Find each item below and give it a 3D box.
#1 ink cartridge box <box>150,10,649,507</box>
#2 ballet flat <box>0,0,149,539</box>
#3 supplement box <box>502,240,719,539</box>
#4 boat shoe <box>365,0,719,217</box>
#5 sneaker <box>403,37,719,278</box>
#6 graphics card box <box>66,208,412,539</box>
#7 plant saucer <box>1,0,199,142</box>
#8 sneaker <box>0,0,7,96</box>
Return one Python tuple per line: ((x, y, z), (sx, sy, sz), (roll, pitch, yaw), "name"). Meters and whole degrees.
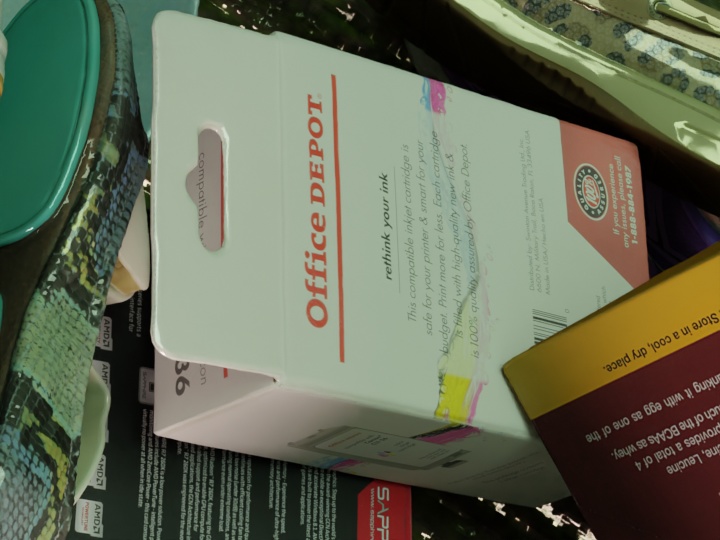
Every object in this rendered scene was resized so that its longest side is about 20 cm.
((0.000, 0.000, 0.825), (0.200, 0.067, 0.117), (15, 64, -37), "ink cartridge box")
((-0.097, 0.010, 0.776), (0.074, 0.074, 0.200), (23, 62, -16), "ballet flat")
((0.188, 0.062, 0.772), (0.133, 0.197, 0.200), (-26, 87, -42), "supplement box")
((0.073, -0.089, 0.907), (0.200, 0.073, 0.063), (32, 81, 2), "boat shoe")
((0.099, -0.064, 0.966), (0.200, 0.083, 0.081), (46, 56, -1), "sneaker")
((-0.079, 0.043, 0.836), (0.200, 0.051, 0.126), (12, 66, -29), "graphics card box")
((-0.151, -0.100, 0.856), (0.201, 0.039, 0.201), (-3, 97, -26), "plant saucer")
((-0.204, -0.085, 0.775), (0.200, 0.076, 0.088), (5, 68, -5), "sneaker")
